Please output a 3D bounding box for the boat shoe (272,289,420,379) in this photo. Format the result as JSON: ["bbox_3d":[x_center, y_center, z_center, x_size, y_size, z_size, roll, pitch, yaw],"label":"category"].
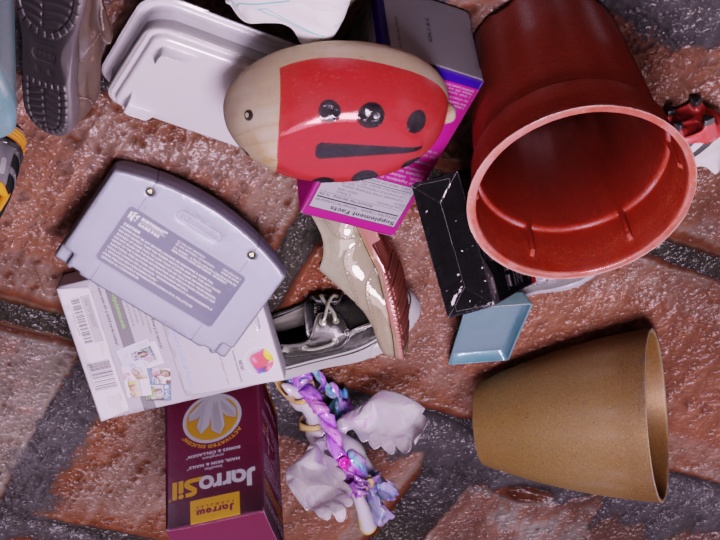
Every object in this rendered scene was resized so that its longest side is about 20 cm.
[{"bbox_3d":[-0.035,0.060,1.731,0.198,0.071,0.064,-22,136,16],"label":"boat shoe"}]

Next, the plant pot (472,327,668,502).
[{"bbox_3d":[0.228,0.164,1.814,0.198,0.188,0.187,-5,138,16],"label":"plant pot"}]

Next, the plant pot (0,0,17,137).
[{"bbox_3d":[-0.373,-0.197,1.346,0.194,0.197,0.200,-15,146,7],"label":"plant pot"}]

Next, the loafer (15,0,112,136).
[{"bbox_3d":[-0.253,-0.217,1.432,0.073,0.071,0.201,26,127,17],"label":"loafer"}]

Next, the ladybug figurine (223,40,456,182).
[{"bbox_3d":[-0.015,-0.126,1.394,0.198,0.072,0.137,-4,137,-6],"label":"ladybug figurine"}]

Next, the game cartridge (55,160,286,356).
[{"bbox_3d":[-0.179,-0.015,1.613,0.199,0.042,0.134,33,105,-16],"label":"game cartridge"}]

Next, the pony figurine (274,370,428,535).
[{"bbox_3d":[-0.021,0.198,1.806,0.166,0.193,0.201,-38,137,-16],"label":"pony figurine"}]

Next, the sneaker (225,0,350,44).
[{"bbox_3d":[-0.100,-0.248,1.364,0.199,0.071,0.081,31,138,6],"label":"sneaker"}]

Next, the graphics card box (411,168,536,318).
[{"bbox_3d":[0.109,-0.032,1.542,0.050,0.200,0.127,-15,92,17],"label":"graphics card box"}]

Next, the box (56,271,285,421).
[{"bbox_3d":[-0.191,0.058,1.689,0.198,0.041,0.157,-13,112,6],"label":"box"}]

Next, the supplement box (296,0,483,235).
[{"bbox_3d":[0.021,-0.143,1.509,0.102,0.102,0.201,14,132,-21],"label":"supplement box"}]

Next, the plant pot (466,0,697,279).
[{"bbox_3d":[0.179,-0.132,1.475,0.198,0.196,0.202,-4,136,-4],"label":"plant pot"}]

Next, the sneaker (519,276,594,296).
[{"bbox_3d":[0.171,-0.012,1.667,0.199,0.075,0.082,-28,156,21],"label":"sneaker"}]

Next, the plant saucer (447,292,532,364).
[{"bbox_3d":[0.133,0.061,1.739,0.069,0.019,0.200,-4,162,-4],"label":"plant saucer"}]

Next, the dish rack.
[{"bbox_3d":[-0.123,-0.159,1.465,0.198,0.044,0.172,17,153,-19],"label":"dish rack"}]

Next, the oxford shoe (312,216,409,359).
[{"bbox_3d":[0.000,0.000,1.657,0.073,0.071,0.202,-12,110,14],"label":"oxford shoe"}]

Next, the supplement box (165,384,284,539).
[{"bbox_3d":[-0.147,0.212,1.775,0.109,0.201,0.086,-12,136,6],"label":"supplement box"}]

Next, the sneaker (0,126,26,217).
[{"bbox_3d":[-0.381,-0.055,1.561,0.078,0.078,0.200,19,131,-27],"label":"sneaker"}]

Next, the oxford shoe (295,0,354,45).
[{"bbox_3d":[-0.015,-0.247,1.423,0.074,0.071,0.201,-2,138,-15],"label":"oxford shoe"}]

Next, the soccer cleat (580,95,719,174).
[{"bbox_3d":[0.259,-0.106,1.607,0.198,0.069,0.086,-15,132,1],"label":"soccer cleat"}]
